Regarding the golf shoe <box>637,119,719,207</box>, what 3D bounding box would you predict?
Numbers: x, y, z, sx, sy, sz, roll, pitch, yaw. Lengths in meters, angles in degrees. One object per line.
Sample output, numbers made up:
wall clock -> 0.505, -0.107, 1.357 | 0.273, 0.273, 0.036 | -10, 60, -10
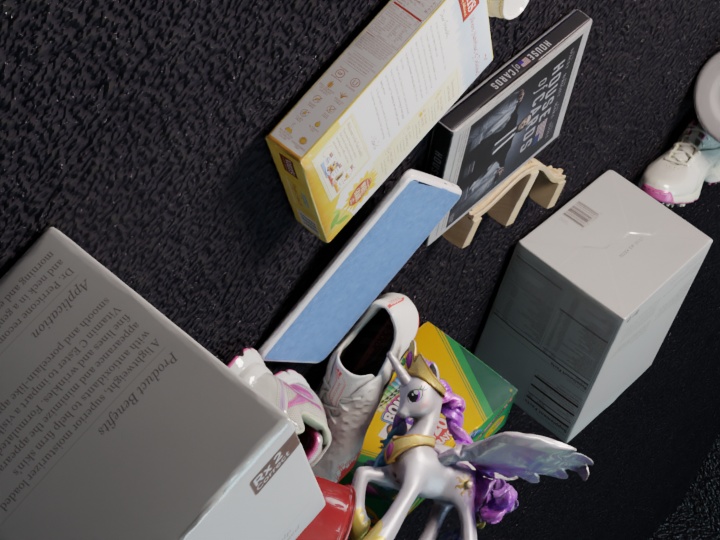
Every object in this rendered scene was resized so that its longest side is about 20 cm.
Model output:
golf shoe -> 0.390, -0.138, 2.015 | 0.200, 0.075, 0.092 | -31, 136, -50

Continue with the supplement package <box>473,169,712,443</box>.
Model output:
supplement package -> 0.250, 0.038, 1.858 | 0.191, 0.147, 0.201 | -35, 153, -41

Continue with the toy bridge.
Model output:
toy bridge -> 0.147, -0.076, 1.619 | 0.199, 0.027, 0.068 | -24, 144, -54

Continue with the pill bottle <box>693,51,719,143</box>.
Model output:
pill bottle -> 0.482, -0.216, 1.997 | 0.199, 0.119, 0.120 | -22, 143, -55

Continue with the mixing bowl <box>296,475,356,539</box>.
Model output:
mixing bowl -> -0.100, 0.240, 1.425 | 0.201, 0.108, 0.200 | -54, -169, 15

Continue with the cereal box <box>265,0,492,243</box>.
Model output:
cereal box -> 0.019, -0.128, 1.233 | 0.200, 0.039, 0.144 | -49, 160, -13

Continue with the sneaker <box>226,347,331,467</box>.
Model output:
sneaker -> -0.066, 0.133, 1.388 | 0.081, 0.088, 0.200 | -45, 160, 3

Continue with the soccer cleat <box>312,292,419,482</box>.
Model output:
soccer cleat -> -0.012, 0.109, 1.512 | 0.201, 0.068, 0.085 | -60, 165, 5

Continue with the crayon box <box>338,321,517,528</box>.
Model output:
crayon box -> 0.044, 0.149, 1.628 | 0.200, 0.118, 0.059 | -38, 155, -37

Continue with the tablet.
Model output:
tablet -> 0.000, 0.000, 1.410 | 0.200, 0.014, 0.130 | -50, 160, 12

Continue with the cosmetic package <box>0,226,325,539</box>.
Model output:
cosmetic package -> -0.153, 0.118, 1.022 | 0.165, 0.199, 0.165 | -47, 159, -14

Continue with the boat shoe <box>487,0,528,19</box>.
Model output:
boat shoe -> 0.139, -0.257, 1.242 | 0.071, 0.069, 0.201 | -38, 156, -40

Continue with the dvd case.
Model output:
dvd case -> 0.124, -0.126, 1.493 | 0.200, 0.025, 0.151 | -39, 156, -32

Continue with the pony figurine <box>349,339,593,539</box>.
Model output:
pony figurine -> 0.080, 0.183, 1.481 | 0.166, 0.192, 0.202 | -20, -132, 60
